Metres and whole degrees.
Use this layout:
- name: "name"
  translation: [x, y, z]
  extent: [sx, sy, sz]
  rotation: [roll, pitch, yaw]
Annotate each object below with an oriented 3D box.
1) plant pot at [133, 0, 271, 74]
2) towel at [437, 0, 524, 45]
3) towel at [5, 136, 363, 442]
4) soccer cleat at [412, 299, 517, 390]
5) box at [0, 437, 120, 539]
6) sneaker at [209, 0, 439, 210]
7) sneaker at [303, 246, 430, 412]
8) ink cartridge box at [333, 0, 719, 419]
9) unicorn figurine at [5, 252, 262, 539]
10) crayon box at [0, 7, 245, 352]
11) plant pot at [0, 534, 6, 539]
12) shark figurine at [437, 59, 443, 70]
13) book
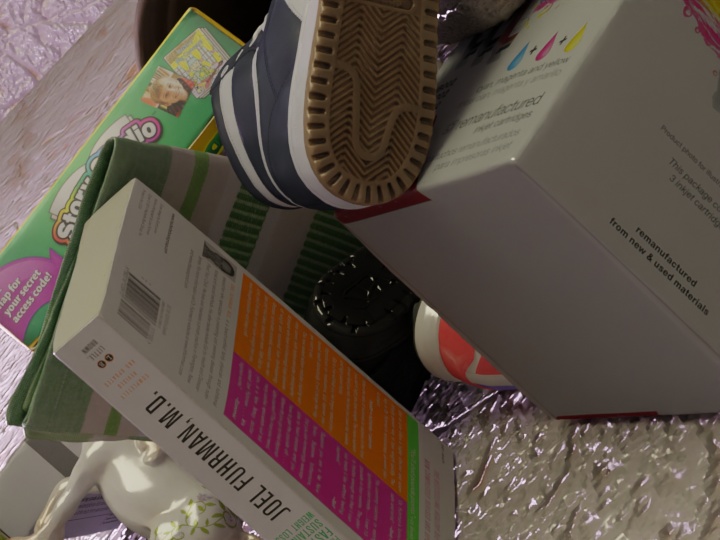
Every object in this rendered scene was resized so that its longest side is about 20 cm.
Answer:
- name: "plant pot"
  translation: [-0.032, -0.171, 1.259]
  extent: [0.200, 0.200, 0.174]
  rotation: [-35, 3, 35]
- name: "towel"
  translation: [0.082, -0.175, 0.774]
  extent: [0.200, 0.034, 0.133]
  rotation: [-52, 14, -13]
- name: "towel"
  translation: [-0.065, 0.017, 0.870]
  extent: [0.023, 0.200, 0.153]
  rotation: [36, 110, 43]
- name: "soccer cleat"
  translation: [0.105, -0.023, 0.841]
  extent: [0.073, 0.068, 0.200]
  rotation: [14, 57, 43]
- name: "box"
  translation: [-0.125, 0.068, 1.046]
  extent: [0.200, 0.041, 0.156]
  rotation: [-54, -12, 4]
- name: "sneaker"
  translation: [-0.006, -0.118, 0.722]
  extent: [0.108, 0.070, 0.200]
  rotation: [-13, 63, 66]
- name: "sneaker"
  translation: [0.016, 0.031, 0.892]
  extent: [0.200, 0.060, 0.104]
  rotation: [-30, -32, -40]
- name: "ink cartridge box"
  translation: [0.121, -0.061, 0.728]
  extent: [0.200, 0.145, 0.145]
  rotation: [-55, 18, -22]
- name: "unicorn figurine"
  translation: [-0.121, 0.112, 0.928]
  extent: [0.137, 0.200, 0.074]
  rotation: [-47, -14, -2]
- name: "crayon box"
  translation: [-0.115, -0.035, 1.029]
  extent: [0.200, 0.058, 0.173]
  rotation: [-53, -14, -1]
- name: "plant pot"
  translation: [-0.254, 0.232, 0.977]
  extent: [0.187, 0.187, 0.200]
  rotation: [-30, 11, 43]
- name: "shark figurine"
  translation: [0.048, -0.092, 1.057]
  extent: [0.128, 0.089, 0.214]
  rotation: [-49, 20, -7]
- name: "book"
  translation: [-0.039, 0.061, 0.753]
  extent: [0.048, 0.200, 0.134]
  rotation: [-40, 19, 15]
